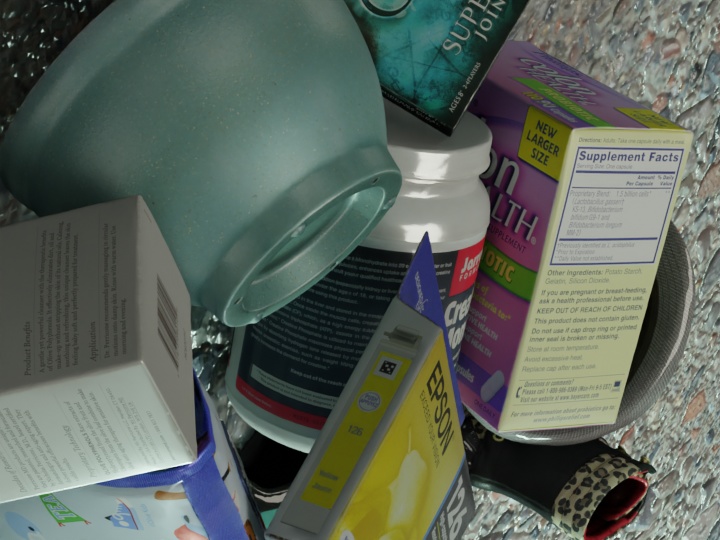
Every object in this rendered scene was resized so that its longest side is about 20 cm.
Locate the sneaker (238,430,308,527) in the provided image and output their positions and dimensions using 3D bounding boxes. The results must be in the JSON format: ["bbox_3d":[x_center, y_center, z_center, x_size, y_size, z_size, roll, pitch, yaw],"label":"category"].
[{"bbox_3d":[-0.013,0.101,1.333,0.200,0.071,0.080,-44,146,-25],"label":"sneaker"}]

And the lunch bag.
[{"bbox_3d":[-0.130,0.104,1.065,0.124,0.200,0.170,-45,141,-25],"label":"lunch bag"}]

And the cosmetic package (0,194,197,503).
[{"bbox_3d":[-0.184,0.046,0.944,0.085,0.199,0.108,68,12,-48],"label":"cosmetic package"}]

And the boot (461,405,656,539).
[{"bbox_3d":[0.161,0.126,1.509,0.203,0.153,0.074,-27,132,-42],"label":"boot"}]

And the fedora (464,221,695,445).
[{"bbox_3d":[0.146,0.024,1.448,0.090,0.176,0.201,-44,151,-79],"label":"fedora"}]

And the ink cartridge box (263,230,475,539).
[{"bbox_3d":[0.022,0.116,1.124,0.200,0.047,0.198,-58,154,-27],"label":"ink cartridge box"}]

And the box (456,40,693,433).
[{"bbox_3d":[0.098,-0.026,1.289,0.096,0.176,0.201,-1,114,-33],"label":"box"}]

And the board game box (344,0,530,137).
[{"bbox_3d":[0.045,-0.196,1.166,0.200,0.135,0.028,-60,179,-8],"label":"board game box"}]

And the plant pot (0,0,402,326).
[{"bbox_3d":[-0.064,-0.058,1.033,0.200,0.134,0.200,-38,166,-11],"label":"plant pot"}]

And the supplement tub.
[{"bbox_3d":[0.000,0.000,1.223,0.140,0.140,0.201,-14,123,-48],"label":"supplement tub"}]
